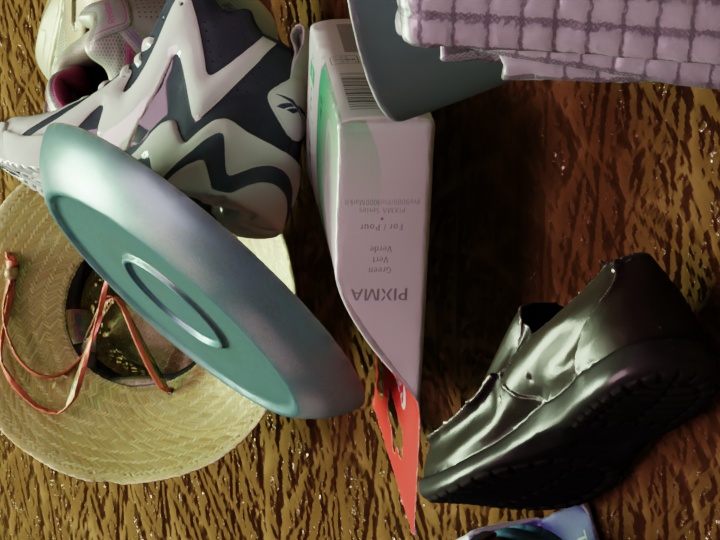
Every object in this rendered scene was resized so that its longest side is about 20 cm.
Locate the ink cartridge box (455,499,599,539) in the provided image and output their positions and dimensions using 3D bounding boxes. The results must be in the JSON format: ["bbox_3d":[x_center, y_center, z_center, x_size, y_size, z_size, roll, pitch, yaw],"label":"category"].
[{"bbox_3d":[0.068,0.223,1.359,0.200,0.043,0.197,-37,64,61],"label":"ink cartridge box"}]

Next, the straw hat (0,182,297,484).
[{"bbox_3d":[-0.107,0.018,1.567,0.201,0.085,0.202,0,90,24],"label":"straw hat"}]

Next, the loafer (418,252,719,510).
[{"bbox_3d":[0.089,0.050,1.252,0.200,0.073,0.072,-38,51,53],"label":"loafer"}]

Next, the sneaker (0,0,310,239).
[{"bbox_3d":[-0.097,-0.092,1.479,0.199,0.079,0.130,5,68,48],"label":"sneaker"}]

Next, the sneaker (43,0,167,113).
[{"bbox_3d":[-0.133,-0.081,1.592,0.081,0.088,0.200,-109,29,-45],"label":"sneaker"}]

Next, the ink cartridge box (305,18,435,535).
[{"bbox_3d":[0.000,0.000,1.361,0.161,0.050,0.200,-107,20,-69],"label":"ink cartridge box"}]

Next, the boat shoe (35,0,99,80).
[{"bbox_3d":[-0.133,-0.163,1.607,0.065,0.072,0.200,52,144,30],"label":"boat shoe"}]

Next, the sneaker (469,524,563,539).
[{"bbox_3d":[0.043,0.211,1.273,0.079,0.095,0.201,1,89,34],"label":"sneaker"}]

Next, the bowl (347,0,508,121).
[{"bbox_3d":[0.059,-0.160,1.148,0.201,0.105,0.201,-1,-90,-78],"label":"bowl"}]

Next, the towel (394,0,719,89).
[{"bbox_3d":[0.114,-0.150,1.016,0.086,0.199,0.166,-57,-32,-70],"label":"towel"}]

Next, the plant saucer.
[{"bbox_3d":[-0.082,0.007,1.391,0.200,0.027,0.200,39,166,11],"label":"plant saucer"}]
